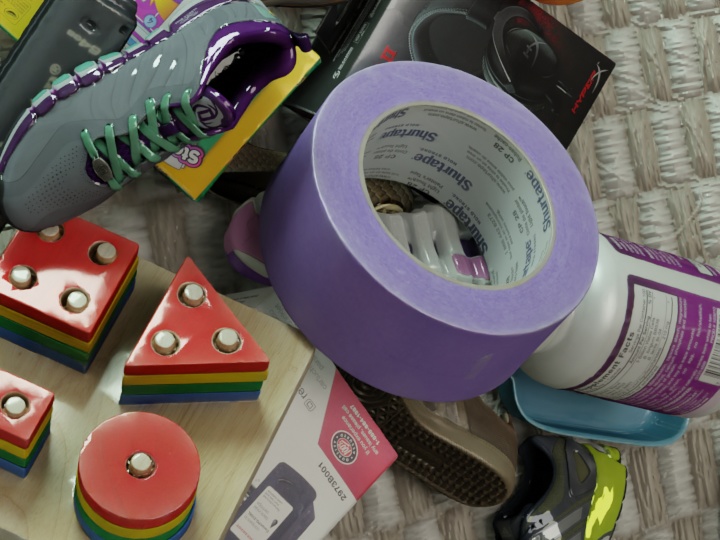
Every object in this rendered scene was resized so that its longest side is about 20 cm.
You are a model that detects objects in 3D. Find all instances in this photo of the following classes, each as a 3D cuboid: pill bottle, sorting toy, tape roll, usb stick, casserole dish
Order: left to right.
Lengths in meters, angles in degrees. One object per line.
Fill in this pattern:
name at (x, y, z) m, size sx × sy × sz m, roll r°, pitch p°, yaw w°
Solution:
usb stick at (-0.203, -0.086, 1.271) m, size 0.055 × 0.033 × 0.200 m, roll 33°, pitch 97°, yaw -13°
sorting toy at (-0.149, 0.067, 1.249) m, size 0.198 × 0.070 × 0.201 m, roll 24°, pitch 56°, yaw 4°
tape roll at (0.043, -0.025, 1.335) m, size 0.199 × 0.085 × 0.201 m, roll 15°, pitch 51°, yaw -20°
casserole dish at (0.170, 0.065, 1.581) m, size 0.199 × 0.039 × 0.122 m, roll 10°, pitch 79°, yaw -34°
pill bottle at (0.171, 0.033, 1.494) m, size 0.199 × 0.112 × 0.113 m, roll 15°, pitch 76°, yaw -34°

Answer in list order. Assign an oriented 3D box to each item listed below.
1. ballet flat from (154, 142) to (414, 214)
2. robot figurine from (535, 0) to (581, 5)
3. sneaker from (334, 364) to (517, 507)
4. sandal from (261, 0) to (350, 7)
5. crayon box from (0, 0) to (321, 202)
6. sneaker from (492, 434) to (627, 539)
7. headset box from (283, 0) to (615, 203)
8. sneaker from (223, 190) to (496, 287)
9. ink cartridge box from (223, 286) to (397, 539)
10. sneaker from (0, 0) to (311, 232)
ballet flat at (-0.051, -0.055, 1.411) m, size 0.199 × 0.067 × 0.047 m, roll 17°, pitch 45°, yaw -30°
robot figurine at (0.107, -0.255, 1.407) m, size 0.200 × 0.144 × 0.117 m, roll 40°, pitch 31°, yaw 1°
sneaker at (0.028, 0.083, 1.470) m, size 0.200 × 0.070 × 0.076 m, roll 41°, pitch 37°, yaw -23°
sandal at (-0.082, -0.194, 1.377) m, size 0.199 × 0.055 × 0.082 m, roll -8°, pitch 78°, yaw -6°
crayon box at (-0.137, -0.151, 1.316) m, size 0.200 × 0.058 × 0.119 m, roll 42°, pitch 88°, yaw -10°
sneaker at (0.127, 0.208, 1.521) m, size 0.081 × 0.074 × 0.201 m, roll 23°, pitch 64°, yaw -25°
headset box at (0.053, -0.134, 1.468) m, size 0.200 × 0.077 × 0.149 m, roll 33°, pitch 87°, yaw -31°
sneaker at (0.000, 0.000, 1.412) m, size 0.199 × 0.089 × 0.081 m, roll 4°, pitch 57°, yaw -25°
ink cartridge box at (-0.095, 0.129, 1.349) m, size 0.200 × 0.084 × 0.145 m, roll -45°, pitch 109°, yaw -30°
sneaker at (-0.122, -0.090, 1.232) m, size 0.200 × 0.087 × 0.075 m, roll -41°, pitch 122°, yaw -11°
